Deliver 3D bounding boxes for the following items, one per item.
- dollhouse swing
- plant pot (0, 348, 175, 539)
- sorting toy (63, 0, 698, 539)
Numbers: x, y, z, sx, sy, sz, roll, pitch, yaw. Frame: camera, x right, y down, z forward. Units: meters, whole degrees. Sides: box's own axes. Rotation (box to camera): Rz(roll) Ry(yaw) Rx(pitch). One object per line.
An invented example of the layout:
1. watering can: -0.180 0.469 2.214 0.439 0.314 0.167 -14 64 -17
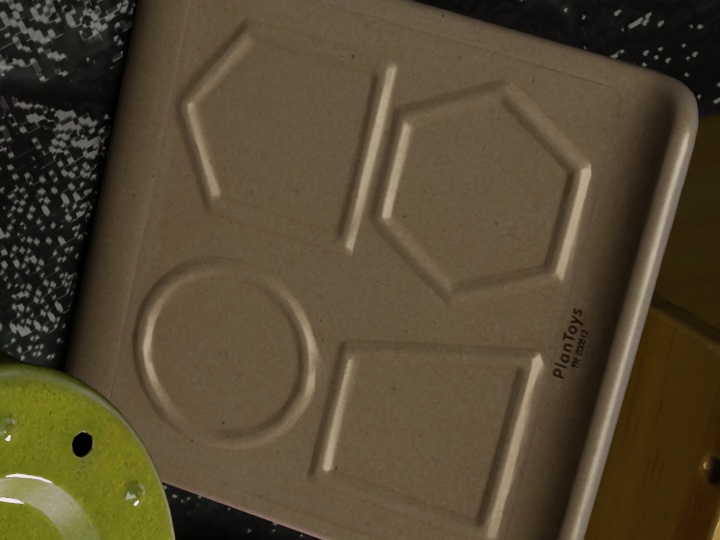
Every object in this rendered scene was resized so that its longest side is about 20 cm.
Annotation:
1. dollhouse swing: 0.126 0.043 0.776 0.176 0.200 0.182 2 110 -35
2. plant pot: -0.160 0.083 0.609 0.200 0.193 0.201 -6 98 -50
3. sorting toy: 0.000 0.000 0.719 0.036 0.200 0.185 -23 129 -65
